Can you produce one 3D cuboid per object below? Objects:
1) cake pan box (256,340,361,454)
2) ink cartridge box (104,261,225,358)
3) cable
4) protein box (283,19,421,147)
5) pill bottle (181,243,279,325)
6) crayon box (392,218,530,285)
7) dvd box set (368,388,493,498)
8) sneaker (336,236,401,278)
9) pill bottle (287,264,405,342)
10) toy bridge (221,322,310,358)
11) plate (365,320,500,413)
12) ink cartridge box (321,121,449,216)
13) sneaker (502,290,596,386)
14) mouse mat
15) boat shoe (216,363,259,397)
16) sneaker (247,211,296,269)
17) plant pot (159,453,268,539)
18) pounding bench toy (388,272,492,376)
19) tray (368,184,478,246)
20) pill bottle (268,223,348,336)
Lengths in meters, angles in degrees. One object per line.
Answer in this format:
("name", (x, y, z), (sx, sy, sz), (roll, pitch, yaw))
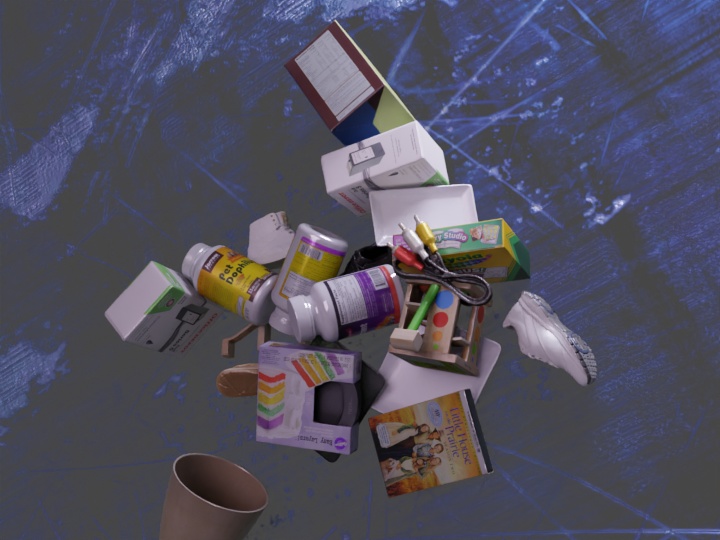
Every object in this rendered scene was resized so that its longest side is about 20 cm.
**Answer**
("cake pan box", (-0.091, 0.232, 1.653), (0.199, 0.052, 0.185), (6, 98, 19))
("ink cartridge box", (-0.388, 0.083, 1.819), (0.146, 0.200, 0.084), (-48, 62, 5))
("cable", (0.121, 0.000, 1.480), (0.097, 0.050, 0.200), (-46, 59, 0))
("protein box", (-0.012, -0.338, 1.776), (0.135, 0.198, 0.200), (-39, 61, 10))
("pill bottle", (-0.252, 0.021, 1.791), (0.199, 0.109, 0.110), (26, 86, 20))
("crayon box", (0.179, -0.024, 1.590), (0.199, 0.172, 0.059), (-8, 70, 24))
("dvd box set", (0.118, 0.300, 1.561), (0.199, 0.029, 0.147), (-21, 77, 29))
("sneaker", (0.000, 0.000, 1.719), (0.200, 0.091, 0.076), (-42, 60, 10))
("pill bottle", (-0.026, 0.065, 1.637), (0.199, 0.112, 0.112), (-15, 63, -13))
("toy bridge", (-0.192, 0.130, 1.806), (0.199, 0.027, 0.068), (-9, 67, 23))
("plate", (0.132, 0.190, 1.624), (0.199, 0.032, 0.200), (22, 83, 30))
("ink cartridge box", (0.047, -0.188, 1.718), (0.199, 0.145, 0.084), (-18, 67, 21))
("sneaker", (0.323, 0.126, 1.539), (0.087, 0.074, 0.200), (-50, 52, 17))
("mouse mat", (-0.063, 0.234, 1.673), (0.161, 0.008, 0.200), (35, 106, 16))
("boat shoe", (-0.173, 0.208, 1.742), (0.199, 0.069, 0.074), (4, 103, 6))
("sneaker", (-0.145, -0.070, 1.824), (0.199, 0.074, 0.116), (-9, 72, 25))
("plant pot", (-0.294, 0.473, 1.669), (0.187, 0.187, 0.201), (32, 103, 31))
("pounding bench toy", (0.127, 0.076, 1.531), (0.124, 0.200, 0.157), (7, 77, 27))
("tray", (0.118, -0.101, 1.683), (0.199, 0.022, 0.108), (-5, 74, -10))
("pill bottle", (-0.104, 0.020, 1.712), (0.104, 0.104, 0.201), (29, 101, 31))
